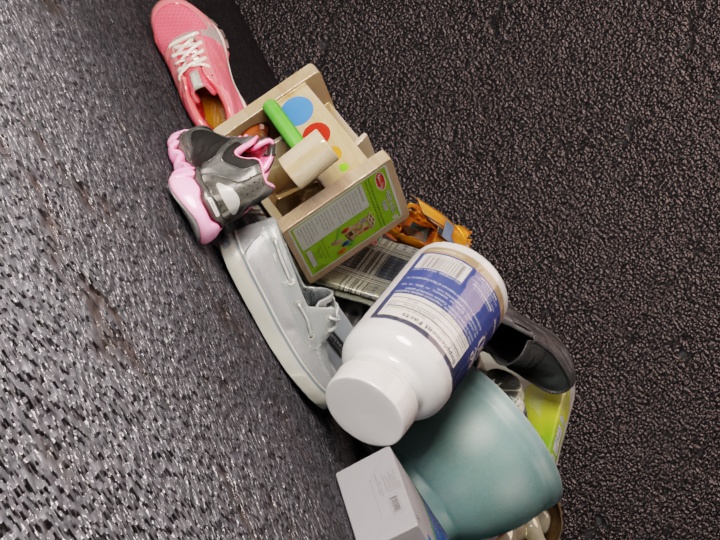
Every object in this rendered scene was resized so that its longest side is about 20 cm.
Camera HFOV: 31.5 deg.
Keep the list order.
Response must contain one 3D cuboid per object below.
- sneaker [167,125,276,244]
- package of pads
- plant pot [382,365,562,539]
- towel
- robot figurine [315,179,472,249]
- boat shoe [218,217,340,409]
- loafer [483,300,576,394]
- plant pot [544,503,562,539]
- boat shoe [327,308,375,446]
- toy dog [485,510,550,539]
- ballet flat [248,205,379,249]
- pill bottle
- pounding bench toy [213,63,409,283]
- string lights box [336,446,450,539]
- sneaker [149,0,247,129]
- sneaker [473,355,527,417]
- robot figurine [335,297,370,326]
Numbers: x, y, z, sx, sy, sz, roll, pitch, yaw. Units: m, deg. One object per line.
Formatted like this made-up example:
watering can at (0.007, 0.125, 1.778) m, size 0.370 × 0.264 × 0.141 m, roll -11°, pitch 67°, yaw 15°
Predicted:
sneaker at (-0.117, -0.091, 1.133) m, size 0.079 × 0.095 × 0.200 m, roll 59°, pitch 4°, yaw -25°
package of pads at (0.154, 0.174, 1.563) m, size 0.068 × 0.200 × 0.155 m, roll 77°, pitch 28°, yaw -47°
plant pot at (0.099, 0.211, 1.369) m, size 0.200 × 0.134 × 0.200 m, roll 47°, pitch -18°, yaw 20°
towel at (0.000, 0.000, 1.410) m, size 0.193 × 0.200 × 0.035 m, roll -51°, pitch 158°, yaw -67°
robot figurine at (0.027, -0.064, 1.511) m, size 0.200 × 0.058 × 0.145 m, roll 31°, pitch -23°, yaw -25°
boat shoe at (-0.056, 0.040, 1.182) m, size 0.201 × 0.071 × 0.070 m, roll 61°, pitch 4°, yaw -25°
loafer at (0.169, 0.083, 1.422) m, size 0.201 × 0.068 × 0.070 m, roll 42°, pitch 37°, yaw -28°
plant pot at (0.176, 0.299, 1.684) m, size 0.027 × 0.200 × 0.200 m, roll -47°, pitch 115°, yaw -46°
boat shoe at (-0.013, 0.111, 1.298) m, size 0.199 × 0.074 × 0.068 m, roll 48°, pitch -16°, yaw 39°
toy dog at (0.143, 0.305, 1.544) m, size 0.194 × 0.139 × 0.200 m, roll 50°, pitch 2°, yaw 8°
ballet flat at (-0.061, -0.060, 1.367) m, size 0.076 × 0.200 × 0.064 m, roll 2°, pitch 96°, yaw -62°
pill bottle at (0.052, 0.070, 1.207) m, size 0.200 × 0.111 × 0.111 m, roll -49°, pitch 119°, yaw -42°
pounding bench toy at (-0.059, -0.115, 1.232) m, size 0.156 × 0.124 × 0.200 m, roll 53°, pitch -5°, yaw 25°
string lights box at (0.054, 0.267, 1.170) m, size 0.200 × 0.059 × 0.103 m, roll 60°, pitch 5°, yaw -36°
sneaker at (-0.174, -0.219, 1.415) m, size 0.200 × 0.074 × 0.087 m, roll 63°, pitch 5°, yaw 2°
sneaker at (0.131, 0.150, 1.496) m, size 0.200 × 0.078 × 0.086 m, roll 41°, pitch -25°, yaw 62°
robot figurine at (-0.008, 0.040, 1.505) m, size 0.169 × 0.113 × 0.200 m, roll 25°, pitch 15°, yaw -16°
